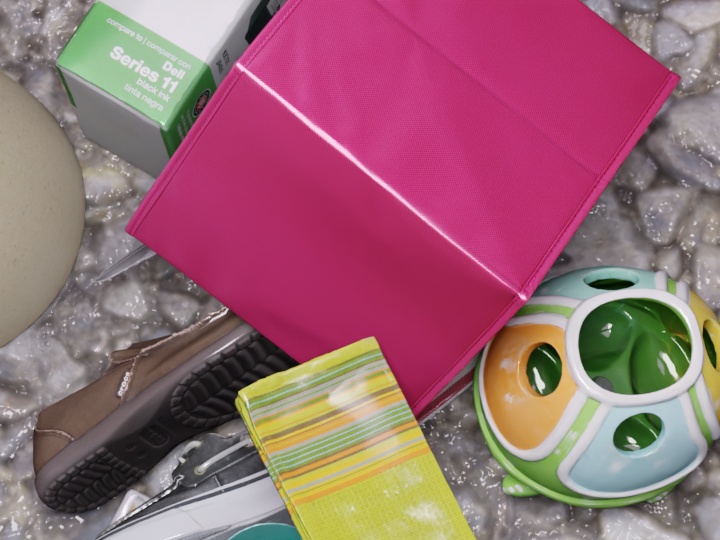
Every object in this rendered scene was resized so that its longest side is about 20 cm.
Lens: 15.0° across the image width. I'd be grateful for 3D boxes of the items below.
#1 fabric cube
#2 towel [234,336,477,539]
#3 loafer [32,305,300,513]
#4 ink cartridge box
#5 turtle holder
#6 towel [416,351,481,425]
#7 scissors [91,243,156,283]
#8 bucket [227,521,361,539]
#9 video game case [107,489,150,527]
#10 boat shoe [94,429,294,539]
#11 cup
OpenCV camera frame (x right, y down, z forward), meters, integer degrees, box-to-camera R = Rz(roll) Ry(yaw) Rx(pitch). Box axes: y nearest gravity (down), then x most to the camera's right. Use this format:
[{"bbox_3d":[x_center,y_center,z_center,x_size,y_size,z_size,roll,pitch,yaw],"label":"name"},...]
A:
[{"bbox_3d":[0.023,-0.066,1.548,0.199,0.196,0.200,37,55,-1],"label":"fabric cube"},{"bbox_3d":[0.013,0.135,1.467,0.086,0.018,0.200,-24,72,-11],"label":"towel"},{"bbox_3d":[-0.117,0.061,1.624,0.200,0.073,0.071,-33,56,2],"label":"loafer"},{"bbox_3d":[-0.090,-0.164,1.660,0.083,0.147,0.200,30,79,10],"label":"ink cartridge box"},{"bbox_3d":[0.162,0.066,1.576,0.185,0.132,0.141,17,69,-3],"label":"turtle holder"},{"bbox_3d":[0.000,0.000,1.671,0.144,0.023,0.200,-38,76,-9],"label":"towel"},{"bbox_3d":[-0.076,-0.050,1.671,0.200,0.014,0.073,-17,76,-3],"label":"scissors"},{"bbox_3d":[-0.037,0.247,1.515,0.207,0.135,0.207,0,76,1],"label":"bucket"},{"bbox_3d":[-0.104,0.255,1.601,0.182,0.023,0.200,26,77,11],"label":"video game case"},{"bbox_3d":[-0.078,0.130,1.599,0.200,0.072,0.071,-22,59,-16],"label":"boat shoe"},{"bbox_3d":[-0.276,-0.054,1.643,0.200,0.143,0.200,-1,74,4],"label":"cup"}]
